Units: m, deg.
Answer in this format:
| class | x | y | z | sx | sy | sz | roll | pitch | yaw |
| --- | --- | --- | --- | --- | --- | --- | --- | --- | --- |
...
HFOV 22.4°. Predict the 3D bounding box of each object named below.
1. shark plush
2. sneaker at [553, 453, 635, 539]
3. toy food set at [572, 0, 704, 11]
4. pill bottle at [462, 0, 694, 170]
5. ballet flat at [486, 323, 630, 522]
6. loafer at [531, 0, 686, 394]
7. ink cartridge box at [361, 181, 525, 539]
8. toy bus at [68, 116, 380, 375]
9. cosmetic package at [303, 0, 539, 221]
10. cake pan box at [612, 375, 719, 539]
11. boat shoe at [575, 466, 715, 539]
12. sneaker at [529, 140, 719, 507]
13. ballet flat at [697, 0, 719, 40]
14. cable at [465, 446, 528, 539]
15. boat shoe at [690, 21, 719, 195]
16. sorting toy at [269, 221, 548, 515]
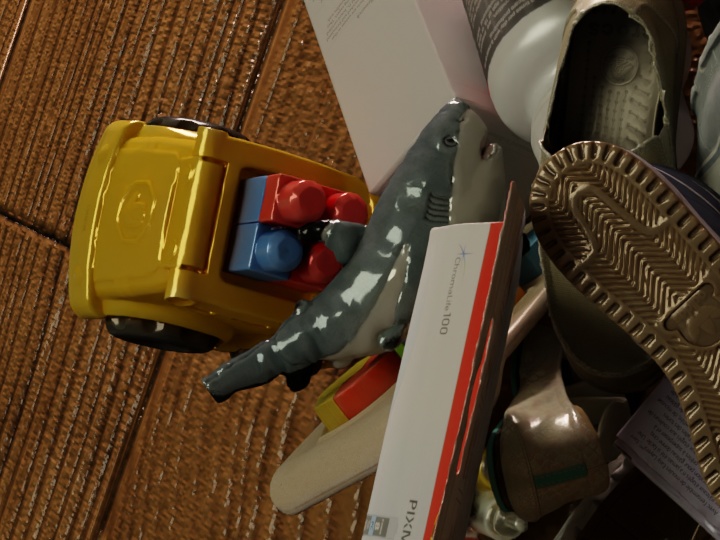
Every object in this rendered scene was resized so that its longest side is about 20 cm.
| class | x | y | z | sx | sy | sz | roll | pitch | yaw |
| --- | --- | --- | --- | --- | --- | --- | --- | --- | --- |
| shark plush | 0.000 | 0.000 | 0.976 | 0.200 | 0.083 | 0.091 | -37 | 6 | 7 |
| sneaker | 0.106 | 0.159 | 0.907 | 0.201 | 0.075 | 0.081 | -62 | 24 | 10 |
| toy food set | 0.148 | -0.208 | 0.929 | 0.197 | 0.049 | 0.200 | 22 | 67 | 31 |
| pill bottle | 0.115 | -0.136 | 0.990 | 0.111 | 0.110 | 0.201 | -44 | 42 | 34 |
| ballet flat | 0.106 | 0.073 | 0.910 | 0.062 | 0.068 | 0.200 | -14 | 14 | 14 |
| loafer | 0.113 | -0.041 | 0.846 | 0.075 | 0.068 | 0.201 | 0 | 93 | 25 |
| ink cartridge box | 0.030 | 0.057 | 0.758 | 0.200 | 0.047 | 0.161 | 64 | -141 | -77 |
| toy bus | -0.043 | -0.014 | 1.071 | 0.192 | 0.199 | 0.137 | -4 | 74 | 55 |
| cosmetic package | 0.044 | -0.124 | 1.090 | 0.085 | 0.107 | 0.201 | -48 | 42 | 29 |
| cake pan box | 0.224 | 0.058 | 0.735 | 0.184 | 0.052 | 0.200 | -51 | 50 | 4 |
| boat shoe | 0.176 | 0.092 | 0.835 | 0.200 | 0.072 | 0.072 | -53 | 51 | 3 |
| sneaker | 0.150 | 0.032 | 0.735 | 0.070 | 0.108 | 0.200 | -39 | 81 | 13 |
| ballet flat | 0.228 | -0.099 | 0.880 | 0.057 | 0.067 | 0.200 | -30 | 37 | -11 |
| cable | 0.049 | 0.127 | 1.005 | 0.200 | 0.050 | 0.098 | -131 | 51 | -79 |
| boat shoe | 0.184 | -0.076 | 0.820 | 0.070 | 0.201 | 0.072 | -11 | 78 | 5 |
| sorting toy | 0.046 | 0.034 | 0.988 | 0.185 | 0.037 | 0.200 | -33 | 12 | 42 |
